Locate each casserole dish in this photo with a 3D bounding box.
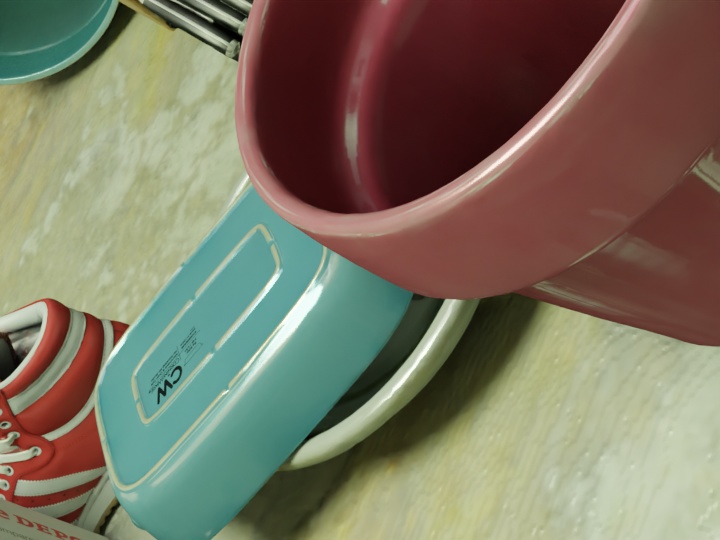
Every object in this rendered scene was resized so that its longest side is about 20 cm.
[{"bbox_3d":[-0.055,0.030,0.648,0.200,0.039,0.121,-49,37,17],"label":"casserole dish"}]

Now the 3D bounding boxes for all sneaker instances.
[{"bbox_3d":[-0.182,0.103,0.773,0.200,0.112,0.071,-55,35,8],"label":"sneaker"}]

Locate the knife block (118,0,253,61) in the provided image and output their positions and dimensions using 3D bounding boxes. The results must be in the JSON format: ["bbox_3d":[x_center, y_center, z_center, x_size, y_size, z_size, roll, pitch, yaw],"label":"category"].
[{"bbox_3d":[-0.136,-0.183,0.890,0.199,0.064,0.177,-16,72,18],"label":"knife block"}]

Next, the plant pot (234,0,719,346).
[{"bbox_3d":[0.087,-0.066,0.504,0.200,0.179,0.201,-30,45,35],"label":"plant pot"}]

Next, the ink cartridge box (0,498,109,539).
[{"bbox_3d":[-0.156,0.183,0.657,0.086,0.147,0.200,-55,37,7],"label":"ink cartridge box"}]

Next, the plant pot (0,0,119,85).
[{"bbox_3d":[-0.255,-0.265,1.063,0.200,0.200,0.188,-41,26,25],"label":"plant pot"}]

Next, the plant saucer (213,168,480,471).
[{"bbox_3d":[0.000,0.000,0.675,0.200,0.050,0.201,-29,47,36],"label":"plant saucer"}]
